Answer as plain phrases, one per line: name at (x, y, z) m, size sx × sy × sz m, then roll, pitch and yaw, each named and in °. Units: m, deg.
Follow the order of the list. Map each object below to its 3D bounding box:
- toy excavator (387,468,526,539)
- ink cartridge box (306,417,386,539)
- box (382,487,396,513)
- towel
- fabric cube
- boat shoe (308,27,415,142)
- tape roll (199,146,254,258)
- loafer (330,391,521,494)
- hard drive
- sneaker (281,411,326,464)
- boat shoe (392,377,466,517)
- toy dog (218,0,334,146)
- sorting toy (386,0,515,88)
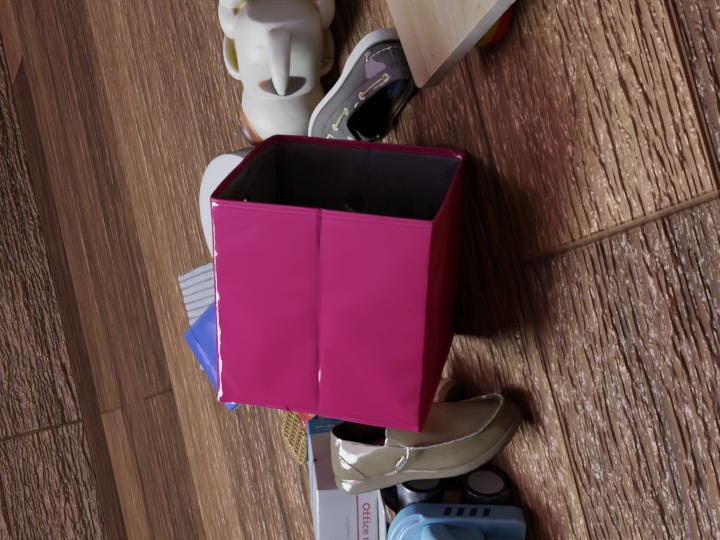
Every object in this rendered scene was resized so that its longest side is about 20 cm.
toy excavator at (0.123, 0.284, 0.948) m, size 0.200 × 0.194 × 0.100 m, roll -91°, pitch 5°, yaw -63°
ink cartridge box at (-0.017, 0.249, 1.083) m, size 0.200 × 0.066 × 0.116 m, roll -110°, pitch 18°, yaw -71°
box at (0.035, 0.184, 1.161) m, size 0.122 × 0.048 × 0.201 m, roll 29°, pitch 124°, yaw 57°
towel at (-0.187, 0.067, 1.515) m, size 0.200 × 0.085 × 0.166 m, roll -19°, pitch 85°, yaw 62°
fabric cube at (-0.015, 0.002, 0.944) m, size 0.196 × 0.199 × 0.200 m, roll -62°, pitch -24°, yaw -62°
boat shoe at (0.000, -0.163, 1.069) m, size 0.202 × 0.072 × 0.060 m, roll -55°, pitch 47°, yaw 50°
tape roll at (-0.122, -0.046, 1.217) m, size 0.203 × 0.037 × 0.203 m, roll 29°, pitch 131°, yaw 40°
loafer at (0.055, 0.157, 0.972) m, size 0.068 × 0.199 × 0.076 m, roll 62°, pitch -163°, yaw -20°
hard drive at (-0.148, 0.079, 1.383) m, size 0.200 × 0.025 × 0.132 m, roll -45°, pitch 70°, yaw 29°
sneaker at (-0.037, 0.151, 1.237) m, size 0.075 × 0.090 × 0.200 m, roll 53°, pitch 144°, yaw 28°
boat shoe at (0.062, 0.195, 1.070) m, size 0.066 × 0.072 × 0.202 m, roll 25°, pitch 118°, yaw 32°
toy dog at (-0.082, -0.229, 1.147) m, size 0.200 × 0.139 × 0.194 m, roll 91°, pitch 161°, yaw -50°
sorting toy at (0.087, -0.289, 0.852) m, size 0.199 × 0.069 × 0.201 m, roll -41°, pitch 64°, yaw 60°
